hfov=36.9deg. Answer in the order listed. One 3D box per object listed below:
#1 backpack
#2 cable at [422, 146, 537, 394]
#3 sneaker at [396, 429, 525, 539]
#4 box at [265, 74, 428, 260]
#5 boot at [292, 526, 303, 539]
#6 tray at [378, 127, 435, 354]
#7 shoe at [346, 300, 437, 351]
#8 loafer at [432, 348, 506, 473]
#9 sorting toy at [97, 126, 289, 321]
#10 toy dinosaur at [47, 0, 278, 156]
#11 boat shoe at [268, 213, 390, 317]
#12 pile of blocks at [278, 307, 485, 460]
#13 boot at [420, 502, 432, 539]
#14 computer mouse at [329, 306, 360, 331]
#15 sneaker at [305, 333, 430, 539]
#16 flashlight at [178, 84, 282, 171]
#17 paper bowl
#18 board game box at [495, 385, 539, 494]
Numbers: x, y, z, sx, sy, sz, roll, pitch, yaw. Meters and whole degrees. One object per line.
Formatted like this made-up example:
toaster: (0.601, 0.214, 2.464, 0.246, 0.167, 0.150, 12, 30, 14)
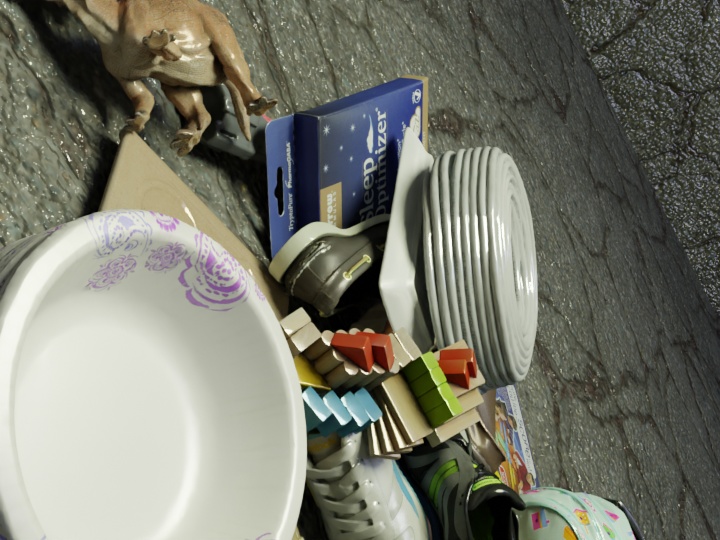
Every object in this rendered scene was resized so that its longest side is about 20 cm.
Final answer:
backpack: (0.177, 0.284, 0.906, 0.126, 0.166, 0.201, 18, 61, -51)
cable: (0.101, 0.001, 0.882, 0.200, 0.069, 0.201, 66, 24, -50)
sneaker: (0.079, 0.158, 0.782, 0.070, 0.083, 0.201, 7, 54, -36)
box: (-0.005, -0.087, 0.914, 0.200, 0.032, 0.122, -28, 125, -48)
boot: (-0.034, 0.200, 0.666, 0.154, 0.072, 0.202, 13, 64, -60)
tray: (0.048, -0.018, 0.873, 0.201, 0.022, 0.108, -79, 156, -46)
shoe: (0.046, 0.042, 0.927, 0.070, 0.053, 0.200, 54, 40, -2)
loafer: (0.096, 0.093, 0.991, 0.073, 0.071, 0.201, 65, 5, -59)
sorting toy: (-0.115, 0.025, 0.713, 0.185, 0.036, 0.201, 49, 25, -35)
toy dinosaur: (-0.131, -0.163, 0.736, 0.199, 0.086, 0.136, 20, 43, -49)
boat shoe: (0.000, 0.000, 0.864, 0.061, 0.072, 0.201, 44, 22, 16)
pile of blocks: (0.013, 0.074, 0.708, 0.199, 0.062, 0.083, 9, 58, -33)
boot: (0.033, 0.194, 0.833, 0.201, 0.066, 0.175, 67, 14, 2)
computer mouse: (0.021, 0.076, 0.945, 0.201, 0.034, 0.059, 60, 25, -13)
sneaker: (-0.010, 0.143, 0.757, 0.081, 0.076, 0.201, 13, 59, -64)
flashlight: (-0.069, -0.114, 0.898, 0.200, 0.067, 0.068, 19, 90, -55)
paper bowl: (-0.125, 0.078, 0.519, 0.200, 0.104, 0.202, 23, 61, -49)
board game box: (0.135, 0.193, 1.071, 0.135, 0.034, 0.201, 31, 43, -53)
